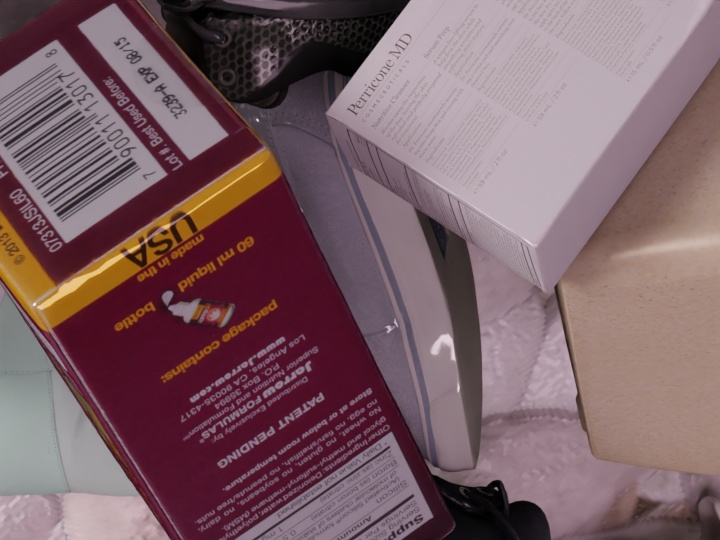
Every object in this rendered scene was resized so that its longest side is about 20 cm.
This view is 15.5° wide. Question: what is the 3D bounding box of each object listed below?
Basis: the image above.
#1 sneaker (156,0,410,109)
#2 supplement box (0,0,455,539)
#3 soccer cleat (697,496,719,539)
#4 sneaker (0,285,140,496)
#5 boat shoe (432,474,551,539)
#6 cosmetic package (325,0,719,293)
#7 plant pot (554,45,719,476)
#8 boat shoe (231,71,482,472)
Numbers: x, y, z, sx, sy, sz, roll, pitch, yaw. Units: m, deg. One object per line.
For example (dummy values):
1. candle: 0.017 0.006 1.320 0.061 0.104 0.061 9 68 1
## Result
1. sneaker: -0.055 -0.115 0.824 0.199 0.076 0.114 21 108 -35
2. supplement box: -0.055 0.019 0.850 0.086 0.110 0.200 -34 137 -7
3. soccer cleat: 0.095 0.174 1.124 0.200 0.069 0.078 -33 96 -16
4. sneaker: -0.089 0.002 0.949 0.118 0.074 0.201 6 130 -15
5. boat shoe: 0.045 0.114 1.037 0.066 0.075 0.199 -20 151 5
6. cosmetic package: 0.082 -0.099 0.835 0.200 0.082 0.051 -53 162 -10
7. plant pot: 0.147 -0.037 0.916 0.176 0.200 0.200 -12 148 3
8. boat shoe: 0.000 0.000 0.994 0.071 0.070 0.201 -6 133 14
